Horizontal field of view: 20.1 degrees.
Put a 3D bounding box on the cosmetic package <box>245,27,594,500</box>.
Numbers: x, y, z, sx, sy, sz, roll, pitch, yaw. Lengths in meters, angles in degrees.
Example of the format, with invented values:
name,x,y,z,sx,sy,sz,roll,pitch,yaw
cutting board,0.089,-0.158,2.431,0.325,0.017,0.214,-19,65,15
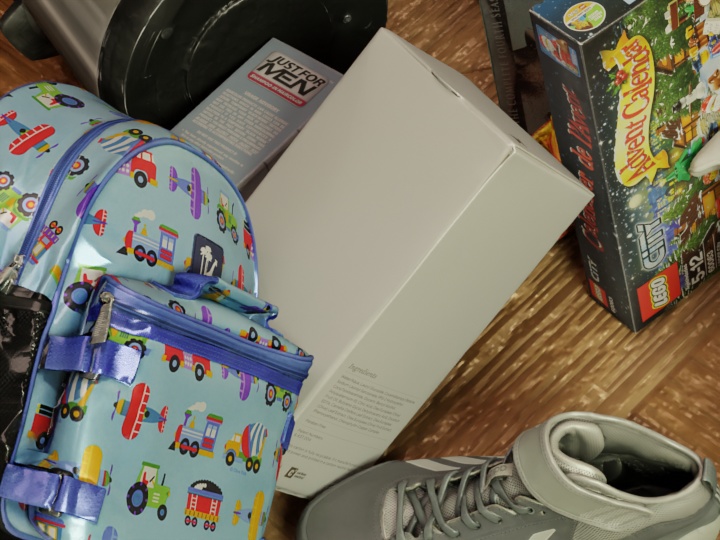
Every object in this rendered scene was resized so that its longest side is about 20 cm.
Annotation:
name,x,y,z,sx,sy,sz,roll,pitch,yaw
cosmetic package,0.000,0.000,0.966,0.200,0.085,0.108,-50,54,11

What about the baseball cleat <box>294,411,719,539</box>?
name,x,y,z,sx,sy,sz,roll,pitch,yaw
baseball cleat,0.061,0.098,0.919,0.200,0.106,0.070,-7,57,9

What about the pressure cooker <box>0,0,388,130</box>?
name,x,y,z,sx,sy,sz,roll,pitch,yaw
pressure cooker,-0.102,-0.171,1.121,0.176,0.179,0.200,-11,46,-30

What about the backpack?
name,x,y,z,sx,sy,sz,roll,pitch,yaw
backpack,-0.106,0.026,0.875,0.134,0.183,0.200,8,75,31

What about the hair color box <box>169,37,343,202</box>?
name,x,y,z,sx,sy,sz,roll,pitch,yaw
hair color box,-0.081,-0.014,1.039,0.061,0.099,0.200,32,65,32

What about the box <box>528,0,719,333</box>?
name,x,y,z,sx,sy,sz,roll,pitch,yaw
box,0.159,-0.079,0.975,0.137,0.200,0.038,-36,49,-15

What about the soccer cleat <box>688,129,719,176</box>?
name,x,y,z,sx,sy,sz,roll,pitch,yaw
soccer cleat,0.233,0.008,0.952,0.078,0.069,0.200,-34,83,5

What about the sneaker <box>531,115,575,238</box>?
name,x,y,z,sx,sy,sz,roll,pitch,yaw
sneaker,0.092,-0.046,1.044,0.200,0.077,0.073,-29,54,-9

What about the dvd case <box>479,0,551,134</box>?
name,x,y,z,sx,sy,sz,roll,pitch,yaw
dvd case,0.165,-0.123,1.044,0.200,0.146,0.022,-2,58,10
